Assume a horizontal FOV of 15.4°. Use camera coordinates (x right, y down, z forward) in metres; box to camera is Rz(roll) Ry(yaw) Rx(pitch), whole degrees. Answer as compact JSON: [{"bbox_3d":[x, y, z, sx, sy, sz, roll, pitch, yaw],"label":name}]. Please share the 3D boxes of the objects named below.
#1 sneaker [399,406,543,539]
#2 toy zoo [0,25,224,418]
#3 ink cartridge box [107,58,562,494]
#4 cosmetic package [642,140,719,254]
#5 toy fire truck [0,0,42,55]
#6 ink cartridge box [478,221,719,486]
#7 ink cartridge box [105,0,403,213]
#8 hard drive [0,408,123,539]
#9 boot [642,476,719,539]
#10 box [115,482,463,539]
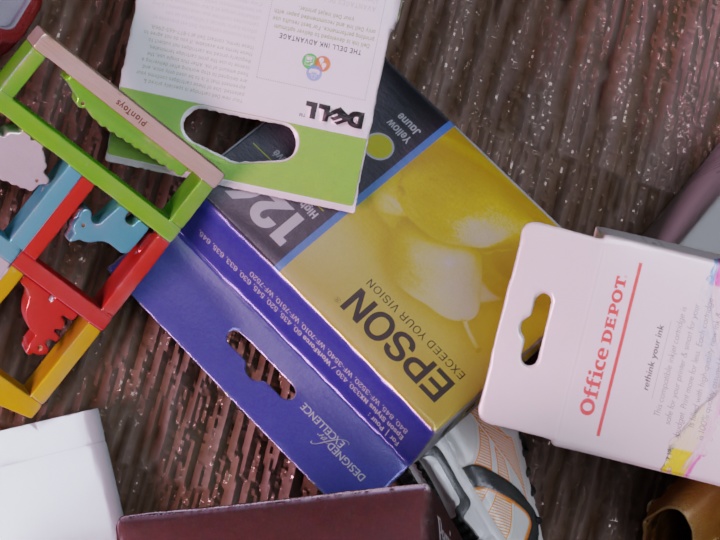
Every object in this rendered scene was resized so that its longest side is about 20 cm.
[{"bbox_3d":[0.073,0.120,1.494,0.080,0.074,0.201,-32,94,-23],"label":"sneaker"},{"bbox_3d":[-0.182,-0.012,1.409,0.131,0.020,0.200,37,93,-26],"label":"toy zoo"},{"bbox_3d":[0.000,0.000,1.462,0.198,0.047,0.200,45,63,10],"label":"ink cartridge box"},{"bbox_3d":[0.200,0.007,1.537,0.085,0.108,0.200,43,72,-7],"label":"cosmetic package"},{"bbox_3d":[-0.281,-0.149,1.400,0.200,0.112,0.168,36,48,-12],"label":"toy fire truck"},{"bbox_3d":[0.170,0.046,1.417,0.199,0.068,0.117,14,96,0],"label":"ink cartridge box"},{"bbox_3d":[-0.053,-0.146,1.472,0.147,0.076,0.201,12,94,-3],"label":"ink cartridge box"},{"bbox_3d":[-0.180,0.186,1.419,0.131,0.026,0.201,-13,86,-21],"label":"hard drive"},{"bbox_3d":[0.229,0.096,1.492,0.144,0.202,0.071,-34,65,-31],"label":"boot"},{"bbox_3d":[-0.024,0.231,1.346,0.163,0.166,0.201,-7,71,8],"label":"box"}]
